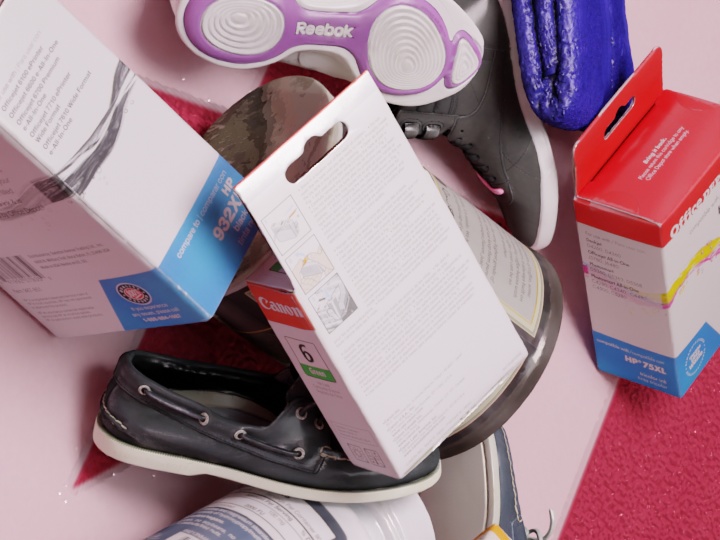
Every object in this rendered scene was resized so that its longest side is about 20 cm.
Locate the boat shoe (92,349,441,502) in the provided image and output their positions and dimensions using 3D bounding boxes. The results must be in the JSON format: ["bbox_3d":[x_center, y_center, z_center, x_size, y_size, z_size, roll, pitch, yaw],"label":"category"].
[{"bbox_3d":[-0.048,0.080,1.566,0.075,0.198,0.066,-81,-178,-64],"label":"boat shoe"}]

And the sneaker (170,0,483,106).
[{"bbox_3d":[-0.021,-0.155,1.638,0.199,0.100,0.075,11,112,-24],"label":"sneaker"}]

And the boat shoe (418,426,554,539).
[{"bbox_3d":[0.079,0.184,1.722,0.062,0.075,0.201,-3,89,-39],"label":"boat shoe"}]

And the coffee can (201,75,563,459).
[{"bbox_3d":[0.000,0.000,1.623,0.200,0.146,0.147,37,64,-32],"label":"coffee can"}]

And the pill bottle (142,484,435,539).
[{"bbox_3d":[-0.056,0.184,1.576,0.200,0.119,0.120,-25,102,-39],"label":"pill bottle"}]

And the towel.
[{"bbox_3d":[0.138,-0.162,1.755,0.200,0.049,0.148,-4,85,-75],"label":"towel"}]

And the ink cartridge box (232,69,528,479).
[{"bbox_3d":[0.001,0.001,1.504,0.109,0.050,0.200,-42,118,-24],"label":"ink cartridge box"}]

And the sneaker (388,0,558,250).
[{"bbox_3d":[0.060,-0.089,1.744,0.099,0.071,0.201,-24,120,-14],"label":"sneaker"}]

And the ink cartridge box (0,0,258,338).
[{"bbox_3d":[-0.171,-0.059,1.481,0.200,0.145,0.084,44,60,-29],"label":"ink cartridge box"}]

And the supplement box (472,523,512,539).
[{"bbox_3d":[0.031,0.244,1.588,0.074,0.126,0.200,47,30,0],"label":"supplement box"}]

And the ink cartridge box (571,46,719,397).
[{"bbox_3d":[0.199,-0.031,1.797,0.116,0.067,0.200,-49,145,-32],"label":"ink cartridge box"}]
